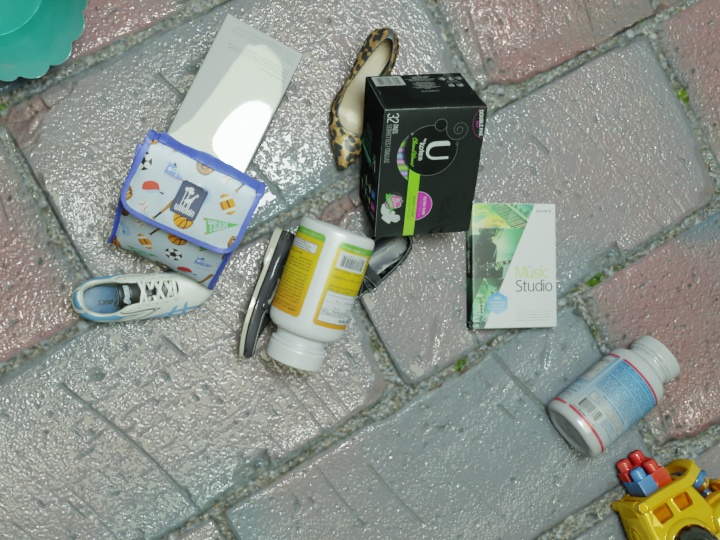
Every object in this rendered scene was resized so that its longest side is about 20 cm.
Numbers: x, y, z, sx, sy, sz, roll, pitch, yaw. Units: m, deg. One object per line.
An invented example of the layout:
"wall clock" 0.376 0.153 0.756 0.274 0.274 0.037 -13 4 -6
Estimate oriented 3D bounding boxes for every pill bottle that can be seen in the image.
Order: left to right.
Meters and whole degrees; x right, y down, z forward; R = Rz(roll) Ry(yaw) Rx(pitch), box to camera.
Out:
"pill bottle" -0.063 0.034 1.098 0.111 0.111 0.201 19 94 -11
"pill bottle" 0.405 0.195 1.235 0.200 0.109 0.109 -37 97 -10

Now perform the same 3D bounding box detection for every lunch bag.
"lunch bag" -0.233 -0.085 1.045 0.170 0.200 0.124 26 50 -13

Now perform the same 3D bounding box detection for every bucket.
"bucket" -0.469 -0.364 1.001 0.207 0.135 0.208 -25 137 -27

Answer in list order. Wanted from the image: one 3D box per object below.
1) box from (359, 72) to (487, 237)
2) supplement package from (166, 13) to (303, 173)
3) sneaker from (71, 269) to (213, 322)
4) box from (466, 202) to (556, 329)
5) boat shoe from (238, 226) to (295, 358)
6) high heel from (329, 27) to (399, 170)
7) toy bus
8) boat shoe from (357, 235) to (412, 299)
"box" 0.083 -0.166 1.119 0.148 0.124 0.200 -5 126 -11
"supplement package" -0.183 -0.234 1.108 0.120 0.121 0.200 26 83 -11
"sneaker" -0.306 0.036 1.105 0.199 0.072 0.072 -9 89 -13
"box" 0.241 -0.008 1.239 0.144 0.036 0.201 -1 89 -12
"boat shoe" -0.128 0.038 1.142 0.063 0.073 0.201 18 81 -8
"high heel" 0.004 -0.251 1.137 0.071 0.143 0.201 15 86 -11
"toy bus" 0.511 0.371 1.256 0.200 0.136 0.192 -25 78 -13
"boat shoe" 0.000 0.000 1.175 0.200 0.062 0.075 -37 98 -8
